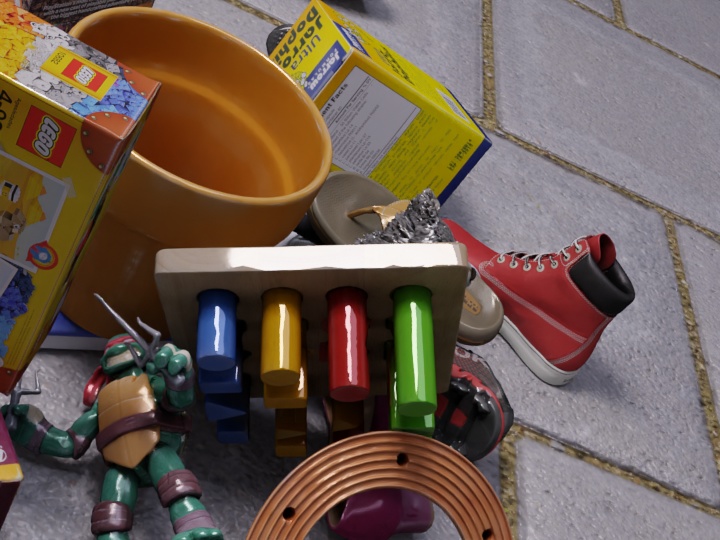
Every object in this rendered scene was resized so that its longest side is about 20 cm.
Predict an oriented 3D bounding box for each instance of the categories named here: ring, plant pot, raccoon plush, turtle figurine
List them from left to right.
[{"bbox_3d":[-0.152,0.102,0.813,0.100,0.149,0.202,27,37,-51],"label":"turtle figurine"},{"bbox_3d":[-0.147,-0.054,0.902,0.198,0.184,0.201,21,37,-17],"label":"plant pot"},{"bbox_3d":[-0.015,0.009,0.924,0.197,0.135,0.098,-9,60,-6],"label":"raccoon plush"},{"bbox_3d":[0.011,0.203,0.796,0.198,0.203,0.019,15,-6,-23],"label":"ring"}]

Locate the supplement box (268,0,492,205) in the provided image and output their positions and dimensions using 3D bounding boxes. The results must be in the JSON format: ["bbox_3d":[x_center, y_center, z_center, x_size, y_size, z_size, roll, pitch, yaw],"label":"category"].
[{"bbox_3d":[0.010,-0.149,1.197,0.199,0.109,0.110,28,21,-39],"label":"supplement box"}]

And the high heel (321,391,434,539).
[{"bbox_3d":[-0.013,0.111,0.951,0.095,0.067,0.201,10,43,-45],"label":"high heel"}]

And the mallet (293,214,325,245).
[{"bbox_3d":[0.000,0.000,1.066,0.198,0.067,0.041,21,5,-22],"label":"mallet"}]

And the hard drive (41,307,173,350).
[{"bbox_3d":[-0.203,0.006,0.969,0.198,0.025,0.133,5,43,-34],"label":"hard drive"}]

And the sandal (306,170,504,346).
[{"bbox_3d":[0.046,-0.018,1.029,0.199,0.054,0.081,39,54,-5],"label":"sandal"}]

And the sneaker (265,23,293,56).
[{"bbox_3d":[-0.017,-0.217,1.364,0.198,0.074,0.080,20,22,-26],"label":"sneaker"}]

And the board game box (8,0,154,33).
[{"bbox_3d":[-0.263,-0.211,1.032,0.097,0.201,0.159,41,35,13],"label":"board game box"}]

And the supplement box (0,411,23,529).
[{"bbox_3d":[-0.293,0.078,0.759,0.109,0.086,0.201,-1,46,-38],"label":"supplement box"}]

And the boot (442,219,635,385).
[{"bbox_3d":[0.160,-0.011,1.173,0.200,0.145,0.072,43,37,17],"label":"boot"}]

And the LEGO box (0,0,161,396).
[{"bbox_3d":[-0.224,-0.049,0.716,0.148,0.201,0.077,27,33,-7],"label":"LEGO box"}]

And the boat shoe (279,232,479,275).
[{"bbox_3d":[0.011,0.000,1.126,0.198,0.074,0.067,16,11,-25],"label":"boat shoe"}]

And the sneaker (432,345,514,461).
[{"bbox_3d":[0.049,0.083,1.040,0.200,0.071,0.098,37,15,27],"label":"sneaker"}]

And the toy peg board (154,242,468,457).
[{"bbox_3d":[-0.030,0.074,0.843,0.196,0.201,0.099,-1,61,-1],"label":"toy peg board"}]
